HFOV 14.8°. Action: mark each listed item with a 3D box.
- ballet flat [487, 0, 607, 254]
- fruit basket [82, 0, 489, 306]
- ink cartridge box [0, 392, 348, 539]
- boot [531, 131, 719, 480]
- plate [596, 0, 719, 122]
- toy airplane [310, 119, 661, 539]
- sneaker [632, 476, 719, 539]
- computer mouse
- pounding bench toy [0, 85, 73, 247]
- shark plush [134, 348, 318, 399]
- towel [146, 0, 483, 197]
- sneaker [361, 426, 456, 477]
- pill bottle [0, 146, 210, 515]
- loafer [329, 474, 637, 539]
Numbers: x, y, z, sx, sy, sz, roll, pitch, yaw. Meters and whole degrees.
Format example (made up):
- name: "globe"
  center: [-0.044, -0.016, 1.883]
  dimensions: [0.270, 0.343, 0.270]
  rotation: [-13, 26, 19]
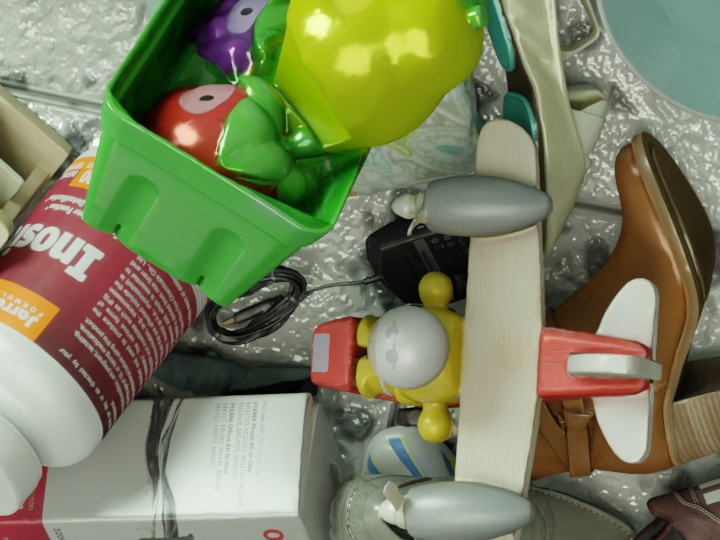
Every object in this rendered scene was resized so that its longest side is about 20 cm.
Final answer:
- name: "ballet flat"
  center: [0.106, -0.109, 1.540]
  dimensions: [0.069, 0.070, 0.201]
  rotation: [-7, 108, 13]
- name: "fruit basket"
  center: [-0.035, -0.105, 1.438]
  dimensions: [0.155, 0.216, 0.216]
  rotation: [31, 113, -5]
- name: "ink cartridge box"
  center: [-0.112, 0.144, 1.632]
  dimensions: [0.198, 0.084, 0.146]
  rotation: [-2, 147, 11]
- name: "boot"
  center: [0.132, 0.029, 1.586]
  dimensions: [0.154, 0.074, 0.201]
  rotation: [-12, 104, 21]
- name: "plate"
  center: [0.224, -0.171, 1.495]
  dimensions: [0.199, 0.026, 0.201]
  rotation: [-1, 123, -2]
- name: "toy airplane"
  center: [0.065, 0.049, 1.500]
  dimensions: [0.199, 0.141, 0.200]
  rotation: [-48, 57, 23]
- name: "sneaker"
  center: [0.204, 0.216, 1.633]
  dimensions: [0.115, 0.076, 0.202]
  rotation: [-9, 100, -4]
- name: "computer mouse"
  center: [0.000, 0.000, 1.615]
  dimensions: [0.199, 0.034, 0.059]
  rotation: [-15, 129, 14]
- name: "pounding bench toy"
  center: [-0.294, -0.065, 1.574]
  dimensions: [0.200, 0.156, 0.124]
  rotation: [40, 113, -7]
- name: "shark plush"
  center: [-0.126, 0.049, 1.642]
  dimensions: [0.198, 0.091, 0.084]
  rotation: [8, 82, 13]
- name: "towel"
  center: [-0.029, -0.135, 1.559]
  dimensions: [0.170, 0.048, 0.201]
  rotation: [-9, 110, 14]
- name: "sneaker"
  center: [0.034, 0.199, 1.649]
  dimensions: [0.075, 0.105, 0.201]
  rotation: [-5, 111, 11]
- name: "pill bottle"
  center: [-0.169, 0.035, 1.559]
  dimensions: [0.112, 0.200, 0.113]
  rotation: [27, 151, 17]
- name: "loafer"
  center: [0.079, 0.156, 1.608]
  dimensions: [0.199, 0.070, 0.070]
  rotation: [7, 82, -25]
